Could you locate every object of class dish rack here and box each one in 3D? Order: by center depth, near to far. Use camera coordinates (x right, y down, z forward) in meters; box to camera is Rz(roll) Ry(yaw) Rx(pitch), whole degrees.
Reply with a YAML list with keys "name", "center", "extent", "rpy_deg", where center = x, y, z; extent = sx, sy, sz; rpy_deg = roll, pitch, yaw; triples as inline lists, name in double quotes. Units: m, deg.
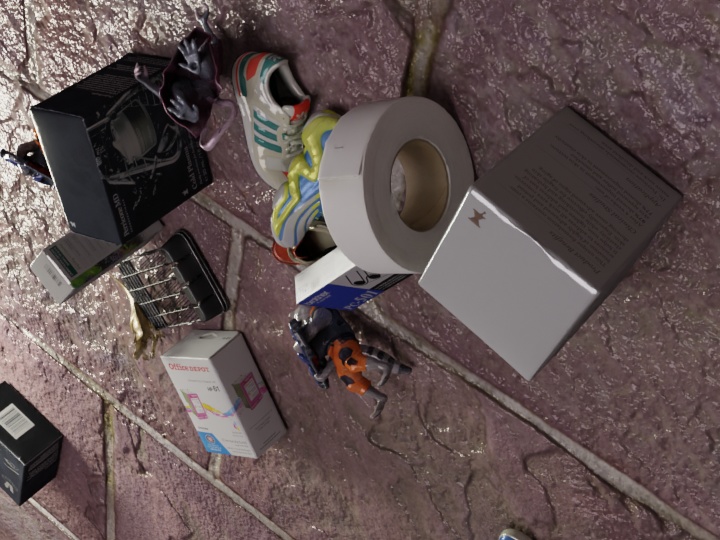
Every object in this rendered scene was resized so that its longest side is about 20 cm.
- name: "dish rack"
  center: [-0.319, 0.025, 1.865]
  extent: [0.199, 0.054, 0.154]
  rpy_deg: [-13, 109, 50]

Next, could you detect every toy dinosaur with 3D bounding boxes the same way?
- name: "toy dinosaur"
  center: [-0.384, 0.088, 1.968]
  extent: [0.102, 0.058, 0.201]
  rpy_deg: [77, 169, -47]

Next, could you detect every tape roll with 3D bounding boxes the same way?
- name: "tape roll"
  center: [0.045, -0.097, 1.297]
  extent: [0.070, 0.202, 0.204]
  rpy_deg: [1, 120, 44]

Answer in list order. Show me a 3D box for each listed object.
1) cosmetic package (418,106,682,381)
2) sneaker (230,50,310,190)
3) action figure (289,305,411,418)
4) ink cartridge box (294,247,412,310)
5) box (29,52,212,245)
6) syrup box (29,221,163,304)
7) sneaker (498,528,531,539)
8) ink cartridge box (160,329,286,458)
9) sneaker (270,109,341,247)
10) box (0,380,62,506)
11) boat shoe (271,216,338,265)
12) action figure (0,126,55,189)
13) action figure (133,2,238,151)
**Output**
- name: "cosmetic package"
  center: [0.200, -0.032, 1.199]
  extent: [0.167, 0.200, 0.167]
  rpy_deg: [41, 140, 12]
- name: "sneaker"
  center: [-0.101, -0.189, 1.469]
  extent: [0.093, 0.070, 0.202]
  rpy_deg: [9, 123, 47]
- name: "action figure"
  center: [-0.026, 0.121, 1.640]
  extent: [0.193, 0.104, 0.200]
  rpy_deg: [44, 167, 20]
- name: "ink cartridge box"
  center: [0.000, 0.000, 1.498]
  extent: [0.200, 0.093, 0.045]
  rpy_deg: [-32, 57, 52]
- name: "box"
  center: [-0.336, -0.177, 1.608]
  extent: [0.123, 0.196, 0.202]
  rpy_deg: [15, 130, 36]
- name: "syrup box"
  center: [-0.417, -0.039, 1.790]
  extent: [0.079, 0.200, 0.081]
  rpy_deg: [52, 142, -3]
- name: "sneaker"
  center: [0.220, 0.484, 1.654]
  extent: [0.076, 0.111, 0.202]
  rpy_deg: [15, 129, 35]
- name: "ink cartridge box"
  center: [-0.231, 0.206, 1.895]
  extent: [0.144, 0.084, 0.202]
  rpy_deg: [-3, 116, 45]
- name: "sneaker"
  center: [-0.047, -0.101, 1.456]
  extent: [0.105, 0.076, 0.202]
  rpy_deg: [31, 122, 21]
- name: "box"
  center: [-0.792, 0.393, 2.557]
  extent: [0.196, 0.117, 0.201]
  rpy_deg: [40, 139, 13]
- name: "boat shoe"
  center: [-0.067, -0.039, 1.562]
  extent: [0.199, 0.063, 0.072]
  rpy_deg: [-13, 112, 50]
- name: "action figure"
  center: [-0.476, -0.184, 1.848]
  extent: [0.199, 0.105, 0.193]
  rpy_deg: [33, 152, -18]
- name: "action figure"
  center: [-0.204, -0.254, 1.470]
  extent: [0.149, 0.134, 0.200]
  rpy_deg: [44, -175, -9]
